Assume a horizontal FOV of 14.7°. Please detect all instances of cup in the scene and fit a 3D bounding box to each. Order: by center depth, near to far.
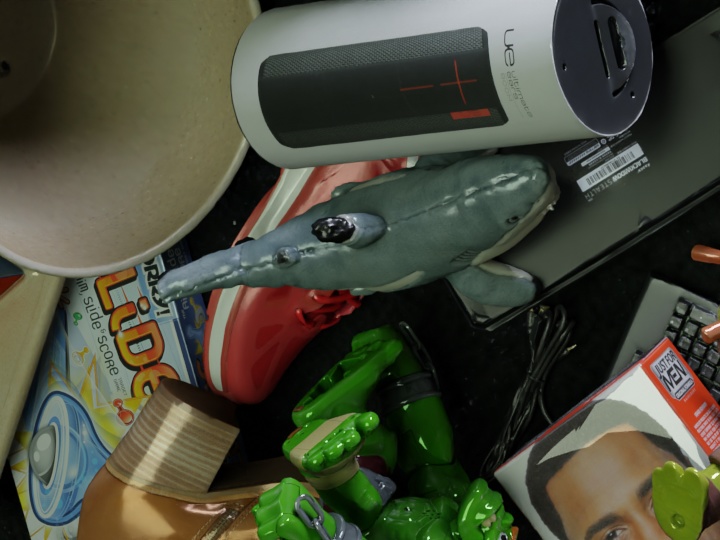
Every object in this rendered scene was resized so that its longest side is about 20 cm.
[{"bbox_3d":[-0.170,-0.112,1.448,0.143,0.200,0.201,24,111,48],"label":"cup"}]

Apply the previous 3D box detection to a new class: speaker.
[{"bbox_3d":[0.037,-0.095,1.310,0.199,0.081,0.082,-3,98,40],"label":"speaker"}]

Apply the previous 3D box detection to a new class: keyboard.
[{"bbox_3d":[0.118,-0.061,1.375,0.200,0.040,0.104,-31,82,8],"label":"keyboard"},{"bbox_3d":[0.121,0.094,1.421,0.127,0.021,0.201,27,109,19],"label":"keyboard"}]

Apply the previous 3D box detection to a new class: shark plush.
[{"bbox_3d":[-0.002,-0.027,1.336,0.199,0.083,0.091,-2,88,12],"label":"shark plush"}]

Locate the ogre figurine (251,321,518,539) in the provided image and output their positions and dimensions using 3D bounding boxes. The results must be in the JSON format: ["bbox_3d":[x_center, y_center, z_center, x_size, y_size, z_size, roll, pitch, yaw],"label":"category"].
[{"bbox_3d":[0.014,0.113,1.359,0.098,0.200,0.120,-32,104,6],"label":"ogre figurine"}]

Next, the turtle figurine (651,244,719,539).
[{"bbox_3d":[0.203,0.080,1.317,0.200,0.161,0.065,40,136,16],"label":"turtle figurine"}]

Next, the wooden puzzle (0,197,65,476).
[{"bbox_3d":[-0.256,0.025,1.546,0.185,0.046,0.201,34,121,29],"label":"wooden puzzle"}]

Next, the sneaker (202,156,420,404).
[{"bbox_3d":[0.000,0.000,1.432,0.115,0.078,0.201,30,112,20],"label":"sneaker"}]

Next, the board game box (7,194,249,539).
[{"bbox_3d":[-0.138,0.069,1.533,0.135,0.034,0.201,-15,92,27],"label":"board game box"}]

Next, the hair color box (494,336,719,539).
[{"bbox_3d":[0.169,0.145,1.372,0.101,0.061,0.200,-39,86,24],"label":"hair color box"}]

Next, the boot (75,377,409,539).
[{"bbox_3d":[-0.057,0.165,1.458,0.199,0.077,0.156,26,102,-9],"label":"boot"}]
